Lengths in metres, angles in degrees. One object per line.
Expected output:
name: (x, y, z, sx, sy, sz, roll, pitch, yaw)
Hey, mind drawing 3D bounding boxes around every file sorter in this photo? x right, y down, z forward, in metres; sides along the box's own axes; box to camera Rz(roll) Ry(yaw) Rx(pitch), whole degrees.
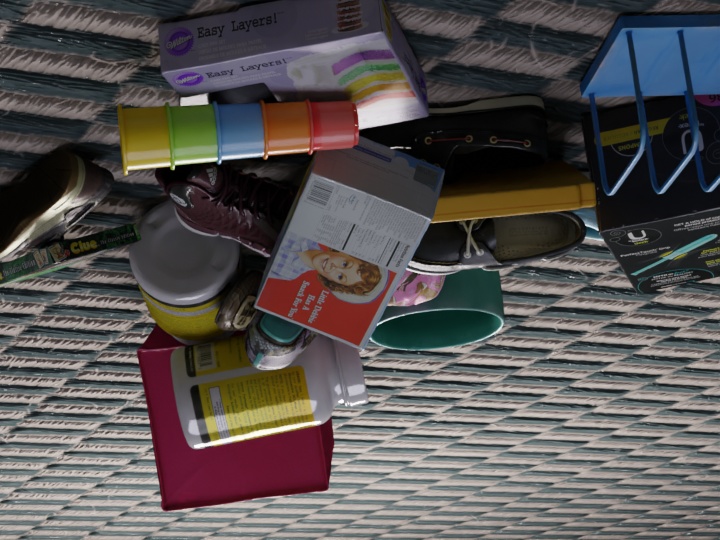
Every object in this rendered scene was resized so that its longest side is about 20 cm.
file sorter: (0.315, -0.143, 1.586, 0.200, 0.123, 0.139, -3, 161, -9)

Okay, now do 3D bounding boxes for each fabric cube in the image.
fabric cube: (-0.141, 0.152, 2.089, 0.200, 0.196, 0.199, -7, -170, 3)

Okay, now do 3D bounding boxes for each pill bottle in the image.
pill bottle: (-0.097, 0.120, 1.924, 0.200, 0.113, 0.112, -11, 161, -1)
pill bottle: (-0.177, 0.009, 1.895, 0.114, 0.114, 0.200, -5, 161, -1)

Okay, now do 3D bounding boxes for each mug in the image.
mug: (0.067, 0.009, 1.965, 0.152, 0.114, 0.185, -21, 155, 39)

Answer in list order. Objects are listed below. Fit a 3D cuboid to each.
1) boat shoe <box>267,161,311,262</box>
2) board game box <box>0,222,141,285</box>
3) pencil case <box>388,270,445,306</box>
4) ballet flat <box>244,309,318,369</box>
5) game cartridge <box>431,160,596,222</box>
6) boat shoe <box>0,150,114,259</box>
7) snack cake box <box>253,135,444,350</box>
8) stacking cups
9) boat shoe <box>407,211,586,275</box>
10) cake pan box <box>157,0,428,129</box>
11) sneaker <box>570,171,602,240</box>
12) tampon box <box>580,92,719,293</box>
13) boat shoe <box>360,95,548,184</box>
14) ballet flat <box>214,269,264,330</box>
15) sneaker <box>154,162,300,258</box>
boat shoe: (-0.049, -0.048, 1.834, 0.063, 0.073, 0.200, 4, 154, -18)
board game box: (-0.317, -0.011, 1.834, 0.105, 0.023, 0.200, -21, -177, -37)
pencil case: (0.000, 0.000, 1.811, 0.200, 0.083, 0.087, -8, 145, -44)
ballet flat: (-0.064, 0.043, 1.844, 0.072, 0.072, 0.200, -19, -164, 34)
game cartridge: (0.127, -0.075, 1.731, 0.176, 0.032, 0.200, -5, -169, 0)
boat shoe: (-0.312, -0.052, 1.744, 0.065, 0.073, 0.200, 16, 152, -36)
snack cake box: (-0.012, -0.027, 1.621, 0.115, 0.067, 0.200, 21, 137, -6)
stacking cups: (-0.101, -0.117, 1.495, 0.200, 0.061, 0.061, -5, 161, -6)
boat shoe: (0.127, -0.037, 1.788, 0.200, 0.076, 0.060, -10, -179, -13)
cake pan box: (-0.057, -0.168, 1.520, 0.200, 0.052, 0.184, -9, 159, 10)
sneaker: (0.171, -0.053, 1.863, 0.200, 0.082, 0.074, -6, 160, 2)
tampon box: (0.317, -0.078, 1.766, 0.150, 0.126, 0.200, -12, 159, 16)
boat shoe: (0.077, -0.117, 1.689, 0.201, 0.063, 0.074, -7, 162, 9)
ballet flat: (-0.104, 0.038, 1.873, 0.046, 0.067, 0.200, 36, -174, 9)
sneaker: (-0.112, -0.067, 1.702, 0.200, 0.076, 0.116, 8, 160, 27)
